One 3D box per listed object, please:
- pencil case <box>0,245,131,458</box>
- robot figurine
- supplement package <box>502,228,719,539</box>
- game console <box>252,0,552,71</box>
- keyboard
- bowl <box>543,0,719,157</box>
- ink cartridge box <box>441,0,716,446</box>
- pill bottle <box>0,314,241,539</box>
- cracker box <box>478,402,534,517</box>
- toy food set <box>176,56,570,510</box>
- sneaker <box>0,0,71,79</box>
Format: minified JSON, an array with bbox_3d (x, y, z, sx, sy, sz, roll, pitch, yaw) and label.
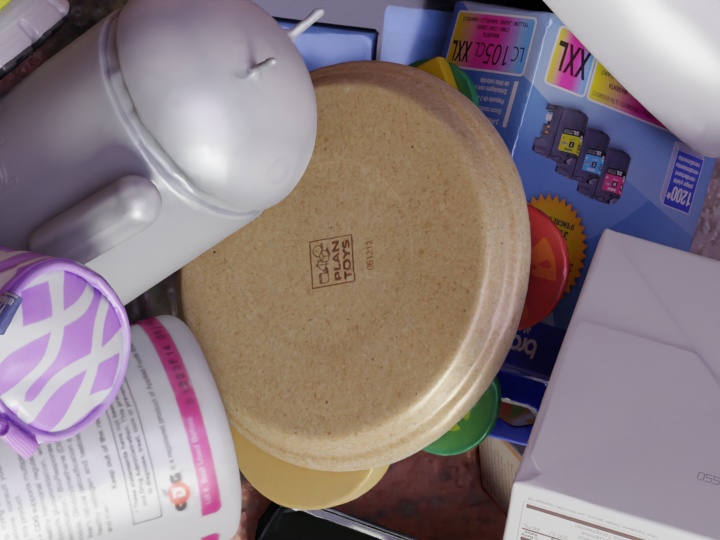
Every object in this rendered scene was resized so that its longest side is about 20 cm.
[{"bbox_3d":[-0.187,0.027,1.106,0.084,0.200,0.086,33,75,-41],"label":"pencil case"},{"bbox_3d":[-0.101,-0.056,1.153,0.200,0.170,0.113,-33,114,27],"label":"robot figurine"},{"bbox_3d":[0.177,0.096,1.116,0.200,0.111,0.156,17,50,9],"label":"supplement package"},{"bbox_3d":[0.005,-0.075,1.262,0.176,0.031,0.200,5,95,-21],"label":"game console"},{"bbox_3d":[0.040,0.158,1.279,0.200,0.104,0.040,22,52,-8],"label":"keyboard"},{"bbox_3d":[0.160,-0.179,1.226,0.200,0.075,0.200,44,45,-17],"label":"bowl"},{"bbox_3d":[0.090,-0.016,1.242,0.136,0.076,0.200,17,90,-37],"label":"ink cartridge box"},{"bbox_3d":[-0.166,0.098,1.178,0.200,0.113,0.114,-15,102,-16],"label":"pill bottle"},{"bbox_3d":[0.159,0.116,1.250,0.134,0.200,0.058,-15,120,-17],"label":"cracker box"},{"bbox_3d":[0.000,0.000,1.178,0.049,0.198,0.200,15,53,-57],"label":"toy food set"},{"bbox_3d":[-0.223,-0.095,1.136,0.090,0.078,0.200,52,46,-8],"label":"sneaker"}]
